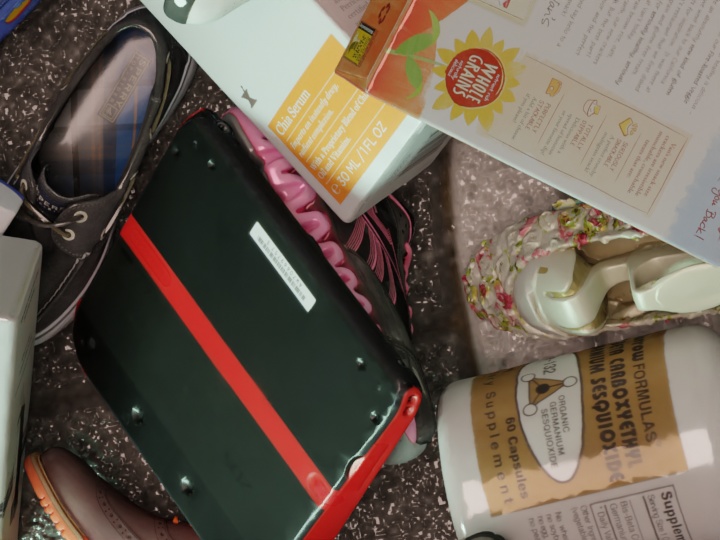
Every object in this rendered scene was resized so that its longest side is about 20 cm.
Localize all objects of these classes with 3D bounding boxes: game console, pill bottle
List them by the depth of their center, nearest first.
[{"bbox_3d":[0.147,0.089,1.468,0.200,0.114,0.114,-14,93,12],"label":"pill bottle"},{"bbox_3d":[-0.061,0.045,1.484,0.200,0.031,0.177,52,129,24],"label":"game console"}]

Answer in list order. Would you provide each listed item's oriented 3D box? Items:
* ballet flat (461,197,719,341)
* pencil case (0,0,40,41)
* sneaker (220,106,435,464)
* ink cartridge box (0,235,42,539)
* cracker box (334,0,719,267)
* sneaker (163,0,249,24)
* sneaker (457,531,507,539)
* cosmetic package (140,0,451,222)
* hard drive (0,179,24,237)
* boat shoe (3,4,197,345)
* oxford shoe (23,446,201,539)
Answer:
[{"bbox_3d":[0.132,0.000,1.460,0.200,0.064,0.076,-14,115,29],"label":"ballet flat"},{"bbox_3d":[-0.207,-0.144,1.527,0.200,0.078,0.087,-42,51,12],"label":"pencil case"},{"bbox_3d":[0.000,0.000,1.491,0.079,0.095,0.200,-40,70,49],"label":"sneaker"},{"bbox_3d":[-0.246,0.079,1.515,0.144,0.084,0.200,9,119,1],"label":"ink cartridge box"},{"bbox_3d":[0.107,-0.104,1.358,0.200,0.058,0.134,26,96,-21],"label":"cracker box"},{"bbox_3d":[0.008,-0.161,1.370,0.108,0.067,0.201,42,69,0],"label":"sneaker"},{"bbox_3d":[0.059,0.217,1.438,0.087,0.075,0.200,-9,118,2],"label":"sneaker"},{"bbox_3d":[-0.033,-0.134,1.449,0.200,0.071,0.101,47,142,8],"label":"cosmetic package"},{"bbox_3d":[-0.280,0.003,1.542,0.132,0.025,0.200,32,119,-9],"label":"hard drive"},{"bbox_3d":[-0.147,-0.047,1.534,0.070,0.066,0.200,34,101,6],"label":"boat shoe"},{"bbox_3d":[-0.090,0.152,1.549,0.200,0.071,0.073,42,93,-4],"label":"oxford shoe"}]
